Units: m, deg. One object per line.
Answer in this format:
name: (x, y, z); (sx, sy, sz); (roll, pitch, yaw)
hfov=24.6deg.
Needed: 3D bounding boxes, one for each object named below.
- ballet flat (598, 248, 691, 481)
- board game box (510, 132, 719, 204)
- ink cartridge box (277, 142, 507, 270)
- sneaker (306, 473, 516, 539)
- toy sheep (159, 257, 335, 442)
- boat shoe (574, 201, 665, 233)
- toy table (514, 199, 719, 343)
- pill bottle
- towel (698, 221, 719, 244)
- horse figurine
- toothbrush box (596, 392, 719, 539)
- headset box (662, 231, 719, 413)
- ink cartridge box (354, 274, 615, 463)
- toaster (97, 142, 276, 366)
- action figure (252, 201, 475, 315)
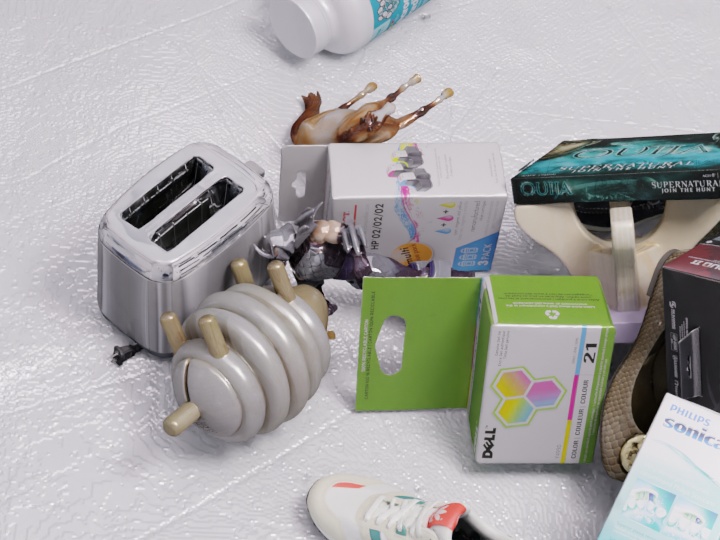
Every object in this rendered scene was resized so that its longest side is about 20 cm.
ballet flat: (0.248, 0.079, 1.361); (0.046, 0.067, 0.201); (17, 86, 49)
board game box: (0.249, -0.091, 1.459); (0.199, 0.028, 0.135); (0, 18, 28)
ink cartridge box: (0.026, -0.056, 1.511); (0.199, 0.115, 0.068); (-1, 54, -5)
sneaker: (0.051, 0.203, 1.325); (0.199, 0.094, 0.070); (26, 54, 14)
toy sheep: (-0.098, 0.074, 1.387); (0.138, 0.138, 0.200); (37, 52, 21)
boat shoe: (0.275, -0.082, 1.591); (0.199, 0.062, 0.075); (-5, 55, -8)
toy table: (0.236, -0.011, 1.461); (0.199, 0.118, 0.184); (-7, 16, -2)
pill bottle: (0.001, -0.295, 1.698); (0.111, 0.111, 0.200); (39, 59, 23)
towel: (0.374, 0.002, 1.486); (0.036, 0.149, 0.200); (-39, 63, -9)
horse figurine: (-0.007, -0.142, 1.571); (0.132, 0.050, 0.200); (-37, 21, -34)
toothbrush box: (0.229, 0.217, 1.265); (0.085, 0.147, 0.201); (22, 69, 18)
headset box: (0.319, 0.043, 1.332); (0.075, 0.149, 0.200); (15, 32, 43)
ink cartridge box: (0.100, 0.084, 1.381); (0.199, 0.148, 0.076); (0, 34, -5)
toaster: (-0.158, -0.019, 1.455); (0.113, 0.129, 0.200); (36, 57, 22)
action figure: (0.000, 0.000, 1.456); (0.199, 0.130, 0.070); (15, 70, -16)
